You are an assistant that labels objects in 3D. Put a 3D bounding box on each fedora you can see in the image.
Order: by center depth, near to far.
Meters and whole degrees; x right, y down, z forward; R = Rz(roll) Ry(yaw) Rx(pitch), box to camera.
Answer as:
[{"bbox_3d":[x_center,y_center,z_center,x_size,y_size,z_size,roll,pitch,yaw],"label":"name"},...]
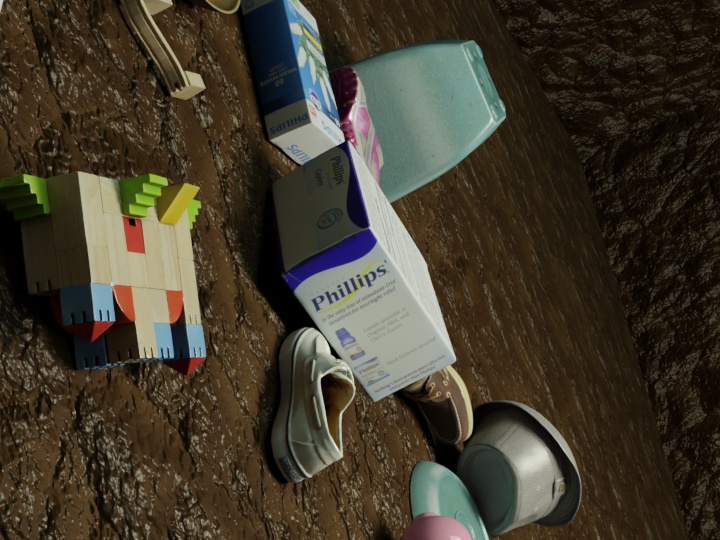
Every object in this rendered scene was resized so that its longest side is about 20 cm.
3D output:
[{"bbox_3d":[0.179,0.260,1.531,0.090,0.177,0.200,-35,145,-38],"label":"fedora"}]

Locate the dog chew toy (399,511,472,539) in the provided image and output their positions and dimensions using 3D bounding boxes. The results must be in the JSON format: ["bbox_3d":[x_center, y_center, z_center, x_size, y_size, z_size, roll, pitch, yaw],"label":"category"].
[{"bbox_3d":[0.094,0.332,1.217,0.125,0.124,0.200,43,23,-53],"label":"dog chew toy"}]

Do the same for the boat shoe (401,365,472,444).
[{"bbox_3d":[0.071,0.128,1.480,0.072,0.072,0.200,-37,110,-50],"label":"boat shoe"}]

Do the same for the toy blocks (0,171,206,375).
[{"bbox_3d":[-0.174,0.010,0.886,0.200,0.100,0.137,11,70,-69],"label":"toy blocks"}]

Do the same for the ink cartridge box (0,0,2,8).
[{"bbox_3d":[-0.310,-0.220,0.747,0.200,0.084,0.145,52,23,-41],"label":"ink cartridge box"}]

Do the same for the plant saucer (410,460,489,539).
[{"bbox_3d":[0.114,0.314,1.436,0.200,0.027,0.200,56,21,-35],"label":"plant saucer"}]

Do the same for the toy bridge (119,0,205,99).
[{"bbox_3d":[-0.207,-0.263,1.184,0.200,0.027,0.067,69,19,5],"label":"toy bridge"}]

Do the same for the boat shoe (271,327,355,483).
[{"bbox_3d":[-0.036,0.115,1.163,0.071,0.070,0.200,60,17,-25],"label":"boat shoe"}]

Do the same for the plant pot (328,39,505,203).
[{"bbox_3d":[0.085,-0.220,1.692,0.197,0.200,0.196,66,17,-6],"label":"plant pot"}]

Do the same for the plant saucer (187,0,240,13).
[{"bbox_3d":[-0.194,-0.361,1.319,0.200,0.035,0.200,55,22,-36],"label":"plant saucer"}]

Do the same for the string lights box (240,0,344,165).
[{"bbox_3d":[-0.079,-0.227,1.456,0.103,0.059,0.200,37,36,-60],"label":"string lights box"}]

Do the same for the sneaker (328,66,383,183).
[{"bbox_3d":[-0.019,-0.159,1.535,0.088,0.081,0.200,44,38,-54],"label":"sneaker"}]

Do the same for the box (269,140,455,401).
[{"bbox_3d":[0.000,0.000,1.308,0.200,0.105,0.184,57,11,-32],"label":"box"}]
